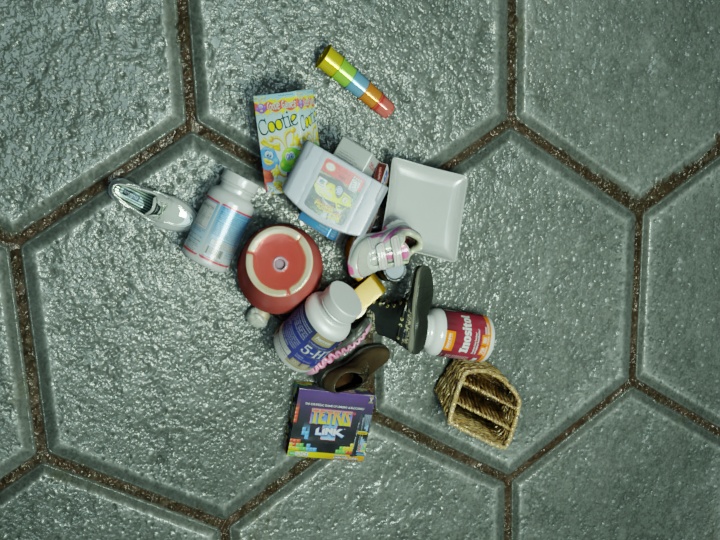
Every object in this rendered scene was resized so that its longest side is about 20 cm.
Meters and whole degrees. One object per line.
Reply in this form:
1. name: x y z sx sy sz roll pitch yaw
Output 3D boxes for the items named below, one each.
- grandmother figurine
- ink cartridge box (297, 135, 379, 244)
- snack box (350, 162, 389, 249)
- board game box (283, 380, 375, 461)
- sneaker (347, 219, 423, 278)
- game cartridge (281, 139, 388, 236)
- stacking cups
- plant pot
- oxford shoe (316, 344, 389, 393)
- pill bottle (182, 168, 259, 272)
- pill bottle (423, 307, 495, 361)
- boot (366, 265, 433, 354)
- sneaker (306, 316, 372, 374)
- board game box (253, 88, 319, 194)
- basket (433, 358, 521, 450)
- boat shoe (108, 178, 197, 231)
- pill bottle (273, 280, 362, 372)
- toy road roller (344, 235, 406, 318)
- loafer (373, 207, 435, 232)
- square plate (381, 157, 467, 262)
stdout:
1. grandmother figurine: -0.172 0.065 1.702 0.198 0.061 0.123 -34 81 -5
2. ink cartridge box: -0.040 -0.172 1.634 0.083 0.145 0.203 30 92 12
3. snack box: 0.022 -0.129 1.635 0.024 0.072 0.205 16 80 11
4. board game box: -0.074 0.362 1.789 0.195 0.057 0.170 8 100 -19
5. sneaker: 0.056 -0.044 1.578 0.198 0.087 0.083 -34 123 -31
6. game cartridge: -0.055 -0.159 1.536 0.197 0.041 0.135 28 96 -10
7. stacking cups: -0.005 -0.413 1.650 0.198 0.060 0.061 34 90 -20
8. plant pot: -0.172 -0.010 1.591 0.194 0.177 0.207 0 85 -6
9. oxford shoe: 0.000 0.240 1.761 0.197 0.084 0.074 -27 120 -28
10. pill bottle: -0.295 -0.108 1.598 0.107 0.109 0.204 25 93 -20
11. pill bottle: 0.217 0.153 1.806 0.195 0.113 0.116 8 99 -18
12. boot: 0.086 0.076 1.722 0.073 0.151 0.210 -16 116 -49
13. sneaker: -0.066 0.154 1.734 0.197 0.079 0.097 -33 93 4
14. board game box: -0.151 -0.275 1.591 0.102 0.103 0.206 -2 103 19
15. basket: 0.302 0.318 1.834 0.197 0.150 0.144 29 106 -19
16. boat shoe: -0.435 -0.131 1.572 0.196 0.067 0.075 20 95 -20
17. pill bottle: -0.090 0.118 1.619 0.118 0.121 0.200 33 124 -20
18. toy road roller: 0.000 0.000 1.710 0.199 0.123 0.147 -43 95 -6
19. loafer: 0.094 -0.129 1.732 0.194 0.073 0.073 -1 100 -19
20. square plate: 0.143 -0.136 1.702 0.195 0.028 0.204 11 85 -20
